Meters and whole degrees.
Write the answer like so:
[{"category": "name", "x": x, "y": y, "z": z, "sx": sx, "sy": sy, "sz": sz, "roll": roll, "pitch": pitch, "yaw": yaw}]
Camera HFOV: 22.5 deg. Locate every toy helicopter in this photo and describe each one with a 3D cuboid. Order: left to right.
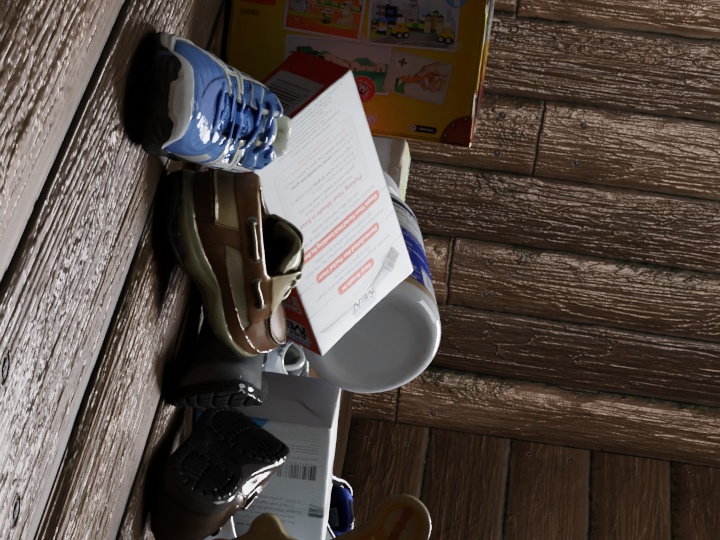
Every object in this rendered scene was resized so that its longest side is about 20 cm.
[{"category": "toy helicopter", "x": -0.033, "y": 0.235, "z": 1.350, "sx": 0.133, "sy": 0.199, "sz": 0.079, "roll": 62, "pitch": 4, "yaw": 4}]

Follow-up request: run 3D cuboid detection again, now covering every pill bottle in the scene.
[{"category": "pill bottle", "x": 0.000, "y": 0.000, "z": 1.534, "sx": 0.200, "sy": 0.115, "sz": 0.116, "roll": -100, "pitch": -167, "yaw": -54}]

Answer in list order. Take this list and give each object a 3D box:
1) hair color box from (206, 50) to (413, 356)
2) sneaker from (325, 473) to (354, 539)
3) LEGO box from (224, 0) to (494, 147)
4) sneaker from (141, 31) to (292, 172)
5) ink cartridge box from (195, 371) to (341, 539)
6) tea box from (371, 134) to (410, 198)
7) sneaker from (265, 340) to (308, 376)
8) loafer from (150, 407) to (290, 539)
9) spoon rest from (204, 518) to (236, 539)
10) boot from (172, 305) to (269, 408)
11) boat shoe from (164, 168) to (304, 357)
[{"category": "hair color box", "x": -0.038, "y": -0.048, "z": 1.349, "sx": 0.111, "sy": 0.064, "sz": 0.201, "roll": -42, "pitch": 134, "yaw": -26}, {"category": "sneaker", "x": -0.069, "y": 0.244, "z": 1.741, "sx": 0.200, "sy": 0.115, "sz": 0.081, "roll": 116, "pitch": -12, "yaw": -50}, {"category": "LEGO box", "x": 0.000, "y": -0.186, "z": 1.388, "sx": 0.077, "sy": 0.199, "sz": 0.150, "roll": -69, "pitch": 167, "yaw": -74}, {"category": "sneaker", "x": -0.088, "y": -0.100, "z": 1.111, "sx": 0.200, "sy": 0.077, "sz": 0.076, "roll": -22, "pitch": 121, "yaw": -85}, {"category": "ink cartridge box", "x": -0.083, "y": 0.184, "z": 1.557, "sx": 0.067, "sy": 0.115, "sz": 0.201, "roll": -80, "pitch": 177, "yaw": -54}, {"category": "tea box", "x": -0.026, "y": -0.039, "z": 1.897, "sx": 0.197, "sy": 0.133, "sz": 0.201, "roll": 13, "pitch": 85, "yaw": -86}, {"category": "sneaker", "x": -0.088, "y": 0.106, "z": 1.605, "sx": 0.201, "sy": 0.080, "sz": 0.077, "roll": 98, "pitch": -1, "yaw": -45}, {"category": "loafer", "x": -0.116, "y": 0.158, "z": 1.372, "sx": 0.071, "sy": 0.073, "sz": 0.200, "roll": -57, "pitch": 170, "yaw": 16}, {"category": "spoon rest", "x": -0.110, "y": 0.236, "z": 1.506, "sx": 0.061, "sy": 0.099, "sz": 0.201, "roll": -94, "pitch": 176, "yaw": -48}, {"category": "boot", "x": -0.106, "y": 0.037, "z": 1.384, "sx": 0.200, "sy": 0.069, "sz": 0.132, "roll": 140, "pitch": -50, "yaw": -88}, {"category": "boat shoe", "x": -0.074, "y": -0.003, "z": 1.242, "sx": 0.200, "sy": 0.073, "sz": 0.076, "roll": 66, "pitch": 16, "yaw": -60}]
